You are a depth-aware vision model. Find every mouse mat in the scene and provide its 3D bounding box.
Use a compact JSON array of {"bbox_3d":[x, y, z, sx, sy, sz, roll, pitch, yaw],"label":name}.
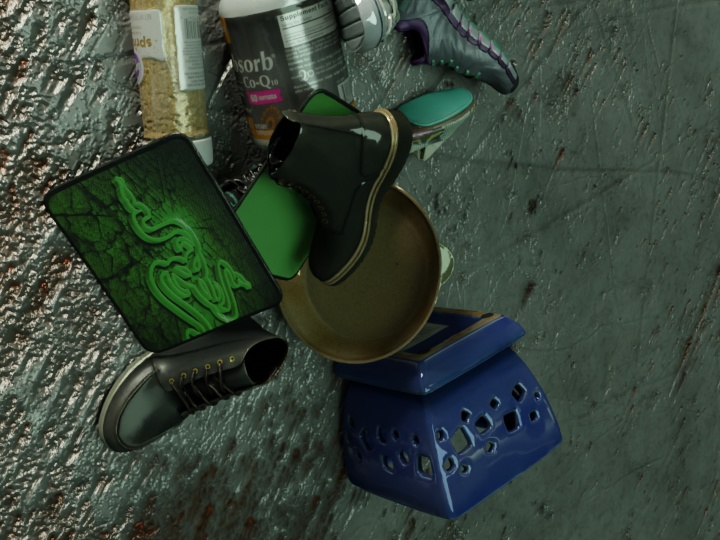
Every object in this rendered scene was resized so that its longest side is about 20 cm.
[{"bbox_3d":[-0.185,-0.019,0.915,0.159,0.008,0.201,-22,119,14],"label":"mouse mat"},{"bbox_3d":[-0.058,-0.080,0.978,0.201,0.008,0.160,-54,151,10],"label":"mouse mat"}]

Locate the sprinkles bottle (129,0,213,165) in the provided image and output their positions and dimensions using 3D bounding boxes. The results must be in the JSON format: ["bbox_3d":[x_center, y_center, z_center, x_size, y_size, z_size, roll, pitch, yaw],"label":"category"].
[{"bbox_3d":[-0.183,-0.199,0.921,0.068,0.068,0.202,-14,108,-37],"label":"sprinkles bottle"}]

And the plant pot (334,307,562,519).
[{"bbox_3d":[0.093,0.154,1.152,0.199,0.199,0.182,-25,108,-33],"label":"plant pot"}]

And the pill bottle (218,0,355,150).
[{"bbox_3d":[-0.078,-0.232,0.971,0.116,0.116,0.202,-29,116,-32],"label":"pill bottle"}]

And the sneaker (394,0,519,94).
[{"bbox_3d":[0.104,-0.262,1.157,0.200,0.074,0.088,39,87,-28],"label":"sneaker"}]

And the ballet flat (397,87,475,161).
[{"bbox_3d":[0.051,-0.155,1.136,0.199,0.069,0.072,-27,134,-29],"label":"ballet flat"}]

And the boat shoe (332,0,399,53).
[{"bbox_3d":[0.006,-0.267,0.977,0.066,0.200,0.074,-17,110,-7],"label":"boat shoe"}]

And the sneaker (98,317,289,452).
[{"bbox_3d":[-0.170,0.115,0.975,0.200,0.106,0.075,-44,124,-24],"label":"sneaker"}]

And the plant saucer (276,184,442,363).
[{"bbox_3d":[0.000,0.000,1.053,0.035,0.198,0.203,10,94,-67],"label":"plant saucer"}]

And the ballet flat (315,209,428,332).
[{"bbox_3d":[0.013,0.007,1.105,0.200,0.069,0.063,-46,147,14],"label":"ballet flat"}]

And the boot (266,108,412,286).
[{"bbox_3d":[-0.048,-0.073,0.942,0.137,0.078,0.202,-3,127,-37],"label":"boot"}]

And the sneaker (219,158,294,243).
[{"bbox_3d":[-0.112,-0.066,0.989,0.200,0.075,0.079,-51,161,-20],"label":"sneaker"}]

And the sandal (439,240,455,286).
[{"bbox_3d":[0.043,-0.015,1.156,0.200,0.057,0.081,16,89,-41],"label":"sandal"}]
